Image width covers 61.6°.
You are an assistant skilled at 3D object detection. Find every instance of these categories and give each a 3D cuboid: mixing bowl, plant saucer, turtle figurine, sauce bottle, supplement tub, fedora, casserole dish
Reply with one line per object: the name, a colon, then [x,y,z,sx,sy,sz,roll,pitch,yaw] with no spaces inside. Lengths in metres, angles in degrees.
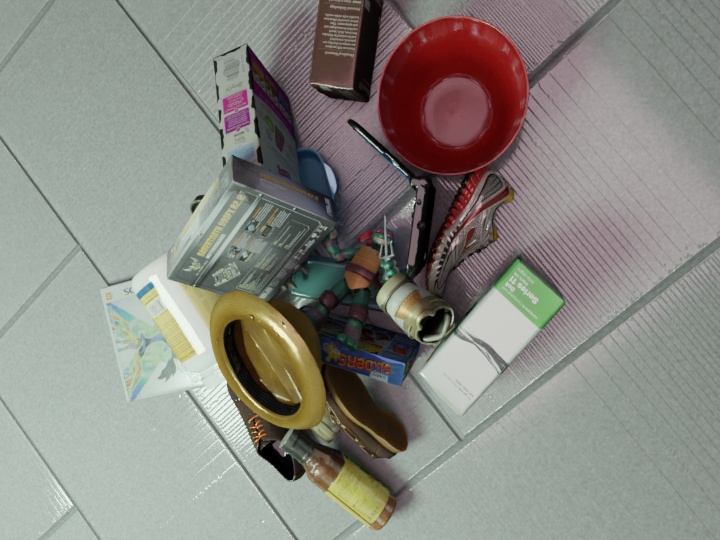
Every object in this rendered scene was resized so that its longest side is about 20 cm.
mixing bowl: [0.128,-0.228,0.828,0.195,0.108,0.206,1,93,14]
plant saucer: [-0.017,0.021,0.937,0.195,0.019,0.072,9,97,13]
turtle figurine: [0.000,0.000,0.823,0.148,0.101,0.203,16,73,39]
sauce bottle: [-0.036,0.314,0.926,0.199,0.066,0.066,41,103,-6]
supplement tub: [-0.239,0.062,0.926,0.143,0.145,0.202,-31,95,15]
fedora: [-0.106,0.105,0.778,0.197,0.082,0.205,19,125,28]
casserole dish: [-0.123,-0.112,0.942,0.196,0.039,0.124,-17,90,15]

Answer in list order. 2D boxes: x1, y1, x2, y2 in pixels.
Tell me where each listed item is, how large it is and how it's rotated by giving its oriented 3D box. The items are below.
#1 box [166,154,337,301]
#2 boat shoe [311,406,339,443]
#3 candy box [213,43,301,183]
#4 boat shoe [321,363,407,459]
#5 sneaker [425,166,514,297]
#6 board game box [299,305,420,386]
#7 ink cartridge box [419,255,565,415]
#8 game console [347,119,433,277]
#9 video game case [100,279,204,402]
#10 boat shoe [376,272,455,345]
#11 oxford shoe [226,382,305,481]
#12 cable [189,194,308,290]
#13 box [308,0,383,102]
box: [-0.149,-0.043,0.811,0.200,0.156,0.049,-46,41,34]
boat shoe: [-0.089,0.180,0.908,0.065,0.072,0.201,-46,120,-10]
candy box: [-0.143,-0.191,0.855,0.060,0.136,0.204,-17,66,14]
boat shoe: [-0.010,0.215,0.893,0.069,0.071,0.201,-23,118,29]
sneaker: [0.151,-0.044,0.858,0.081,0.078,0.203,26,106,1]
board game box: [-0.018,0.105,0.884,0.195,0.135,0.035,15,102,13]
ink cartridge box: [0.179,0.083,0.825,0.083,0.146,0.201,41,102,9]
game console: [0.040,-0.093,0.813,0.113,0.200,0.181,8,96,9]
video game case: [-0.343,0.109,1.027,0.178,0.022,0.205,-13,92,15]
boat shoe: [0.087,0.067,0.804,0.068,0.199,0.075,42,97,29]
oxford shoe: [-0.150,0.244,0.962,0.071,0.072,0.201,-44,84,15]
cable: [-0.161,-0.047,0.897,0.198,0.051,0.097,36,135,-21]
box: [-0.016,-0.354,0.860,0.073,0.100,0.205,11,98,13]
